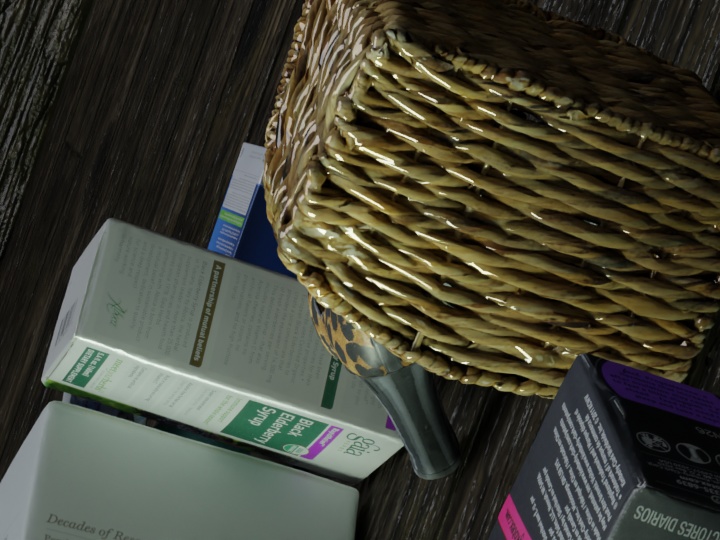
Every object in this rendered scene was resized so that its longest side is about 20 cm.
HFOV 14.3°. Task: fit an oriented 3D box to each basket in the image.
[{"bbox_3d":[0.058,-0.037,1.264,0.149,0.200,0.143,-112,43,-66],"label":"basket"}]

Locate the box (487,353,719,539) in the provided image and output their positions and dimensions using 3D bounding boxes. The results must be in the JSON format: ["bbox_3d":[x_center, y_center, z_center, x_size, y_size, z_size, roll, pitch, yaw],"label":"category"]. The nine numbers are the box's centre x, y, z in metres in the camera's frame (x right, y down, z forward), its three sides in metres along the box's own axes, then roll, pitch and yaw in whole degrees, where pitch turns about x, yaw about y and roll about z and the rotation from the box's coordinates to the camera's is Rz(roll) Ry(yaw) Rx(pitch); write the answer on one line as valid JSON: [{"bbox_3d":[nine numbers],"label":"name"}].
[{"bbox_3d":[0.100,0.151,1.029,0.106,0.122,0.200,-106,36,-64],"label":"box"}]

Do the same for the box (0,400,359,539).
[{"bbox_3d":[-0.130,0.214,1.653,0.199,0.200,0.171,124,157,-49],"label":"box"}]

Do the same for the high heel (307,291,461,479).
[{"bbox_3d":[0.000,0.000,1.530,0.200,0.071,0.143,-115,0,-47],"label":"high heel"}]

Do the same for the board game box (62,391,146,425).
[{"bbox_3d":[-0.157,0.107,1.860,0.200,0.026,0.200,-32,-48,-77],"label":"board game box"}]

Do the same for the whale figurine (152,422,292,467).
[{"bbox_3d":[-0.116,0.155,1.865,0.200,0.104,0.159,148,138,-70],"label":"whale figurine"}]

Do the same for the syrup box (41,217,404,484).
[{"bbox_3d":[-0.069,0.048,1.631,0.079,0.200,0.082,134,152,-61],"label":"syrup box"}]

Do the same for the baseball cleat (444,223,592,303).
[{"bbox_3d":[0.094,-0.018,1.408,0.106,0.070,0.200,-41,-8,-15],"label":"baseball cleat"}]

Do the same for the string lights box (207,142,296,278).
[{"bbox_3d":[-0.080,0.016,1.996,0.103,0.059,0.200,-156,84,-76],"label":"string lights box"}]
